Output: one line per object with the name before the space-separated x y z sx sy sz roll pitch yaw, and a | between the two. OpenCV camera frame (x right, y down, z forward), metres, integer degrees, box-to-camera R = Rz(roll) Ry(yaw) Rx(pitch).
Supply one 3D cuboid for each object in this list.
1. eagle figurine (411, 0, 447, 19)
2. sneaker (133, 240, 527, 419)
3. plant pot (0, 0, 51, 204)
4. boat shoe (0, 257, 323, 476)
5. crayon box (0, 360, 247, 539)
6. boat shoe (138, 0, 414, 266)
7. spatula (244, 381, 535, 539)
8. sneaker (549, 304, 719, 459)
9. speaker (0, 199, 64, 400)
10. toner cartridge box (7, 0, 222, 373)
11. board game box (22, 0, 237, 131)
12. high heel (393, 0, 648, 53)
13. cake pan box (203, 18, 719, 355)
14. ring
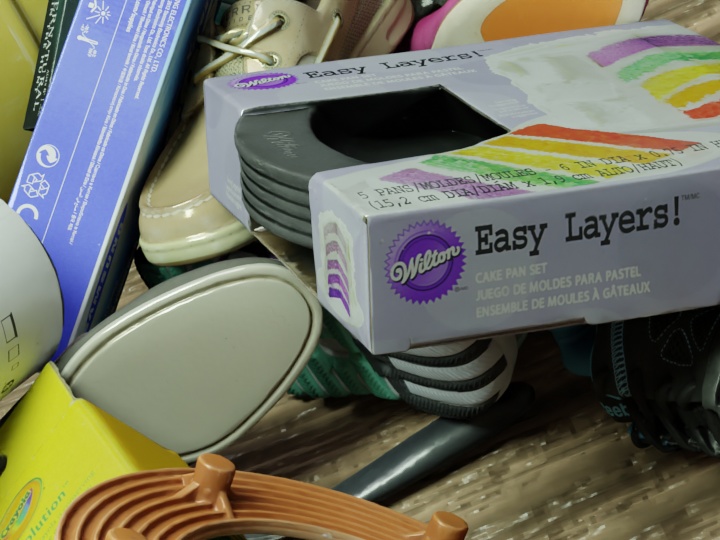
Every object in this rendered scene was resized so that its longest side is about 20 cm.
eagle figurine | 0.033 -0.183 1.110 0.199 0.151 0.152 -10 44 1
sneaker | 0.000 0.000 0.898 0.200 0.074 0.088 13 54 45
plant pot | -0.150 -0.139 1.078 0.189 0.201 0.201 -32 34 -10
boat shoe | -0.098 0.056 0.860 0.200 0.067 0.057 -41 20 12
crayon box | -0.088 0.128 0.756 0.127 0.051 0.200 -52 36 5
boat shoe | -0.040 -0.078 0.922 0.072 0.065 0.200 -4 36 32
spatula | -0.026 0.088 0.846 0.200 0.021 0.057 -25 27 -7
sneaker | 0.126 0.042 0.782 0.082 0.073 0.200 -29 23 -3
speaker | -0.184 0.045 0.767 0.081 0.081 0.200 -1 24 31
toner cartridge box | -0.098 -0.057 0.920 0.043 0.095 0.200 18 84 2
board game box | -0.061 -0.144 1.008 0.028 0.135 0.201 3 82 64
high heel | 0.065 -0.106 0.965 0.200 0.067 0.096 -48 14 52
cake pan box | 0.057 -0.034 0.792 0.199 0.052 0.184 -8 18 -16
ring | 0.008 0.103 0.684 0.200 0.019 0.200 19 16 -6
